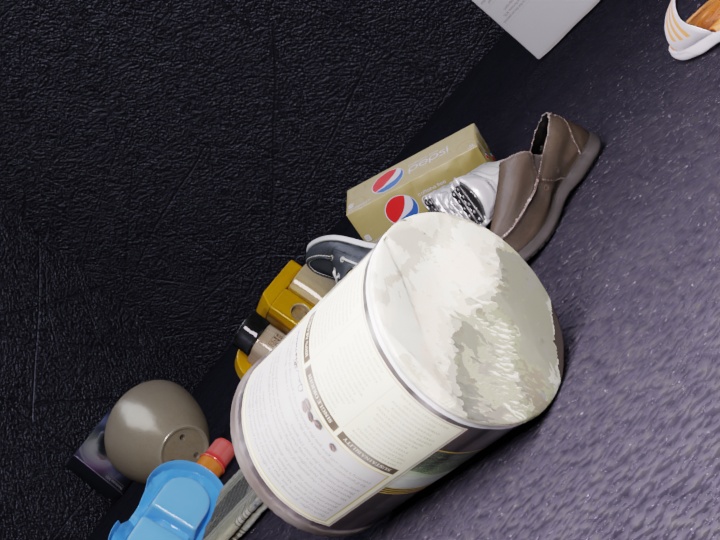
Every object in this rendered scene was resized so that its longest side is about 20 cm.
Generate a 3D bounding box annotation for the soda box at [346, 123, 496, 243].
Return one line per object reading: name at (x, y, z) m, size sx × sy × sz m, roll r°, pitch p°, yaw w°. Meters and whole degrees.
soda box at (0.081, -0.111, 1.500) m, size 0.199 × 0.064 × 0.068 m, roll -27°, pitch 29°, yaw 18°

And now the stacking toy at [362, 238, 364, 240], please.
stacking toy at (0.096, -0.104, 1.661) m, size 0.199 × 0.116 × 0.110 m, roll -38°, pitch -4°, yaw -18°

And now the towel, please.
towel at (-0.114, 0.250, 1.331) m, size 0.200 × 0.034 × 0.193 m, roll -47°, pitch 10°, yaw 20°

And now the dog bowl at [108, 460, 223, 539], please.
dog bowl at (-0.250, 0.334, 1.458) m, size 0.050 × 0.111 × 0.200 m, roll -62°, pitch -3°, yaw 40°

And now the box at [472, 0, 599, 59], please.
box at (0.336, -0.522, 1.962) m, size 0.200 × 0.171 × 0.200 m, roll -54°, pitch 6°, yaw -33°

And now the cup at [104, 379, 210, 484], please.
cup at (-0.361, 0.320, 2.135) m, size 0.201 × 0.200 × 0.143 m, roll -52°, pitch 32°, yaw -15°

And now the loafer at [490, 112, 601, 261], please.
loafer at (0.148, -0.069, 1.045) m, size 0.201 × 0.071 × 0.073 m, roll -54°, pitch 7°, yaw -32°

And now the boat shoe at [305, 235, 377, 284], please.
boat shoe at (0.000, 0.000, 1.431) m, size 0.199 × 0.076 × 0.061 m, roll 1°, pitch 57°, yaw 44°

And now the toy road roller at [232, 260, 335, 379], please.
toy road roller at (-0.108, 0.101, 1.702) m, size 0.200 × 0.122 × 0.146 m, roll -53°, pitch -6°, yaw -36°

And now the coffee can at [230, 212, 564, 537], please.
coffee can at (0.019, 0.075, 0.764) m, size 0.200 × 0.146 × 0.147 m, roll -44°, pitch 8°, yaw 46°

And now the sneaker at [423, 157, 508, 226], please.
sneaker at (0.134, -0.083, 1.330) m, size 0.081 × 0.075 × 0.200 m, roll -38°, pitch 4°, yaw -14°

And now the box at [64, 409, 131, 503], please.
box at (-0.792, 0.592, 3.623) m, size 0.199 × 0.200 × 0.123 m, roll -55°, pitch 8°, yaw -36°

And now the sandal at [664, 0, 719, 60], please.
sandal at (0.300, -0.232, 0.950) m, size 0.079 × 0.059 × 0.207 m, roll -50°, pitch 6°, yaw -2°

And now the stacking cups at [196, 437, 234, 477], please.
stacking cups at (-0.259, 0.345, 1.753) m, size 0.200 × 0.060 × 0.060 m, roll -49°, pitch 4°, yaw -39°
